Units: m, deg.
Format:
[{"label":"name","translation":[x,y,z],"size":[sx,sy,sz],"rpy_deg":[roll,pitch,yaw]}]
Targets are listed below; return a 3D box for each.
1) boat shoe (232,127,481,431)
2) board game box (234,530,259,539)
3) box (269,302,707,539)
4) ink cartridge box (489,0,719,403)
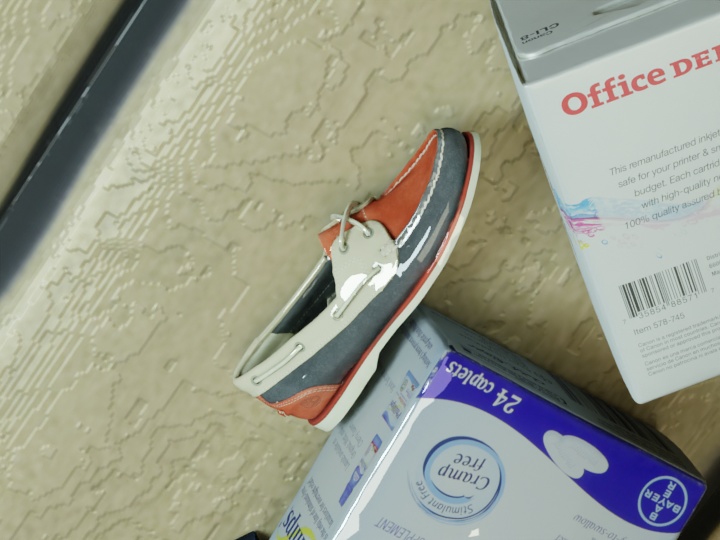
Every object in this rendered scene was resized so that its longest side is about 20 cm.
[{"label":"boat shoe","translation":[0.000,0.000,1.437],"size":[0.062,0.071,0.201],"rpy_deg":[26,114,-14]},{"label":"board game box","translation":[-0.124,0.256,1.561],"size":[0.199,0.035,0.136],"rpy_deg":[-25,116,6]},{"label":"box","translation":[0.064,0.152,1.477],"size":[0.183,0.105,0.201],"rpy_deg":[28,98,-18]},{"label":"ink cartridge box","translation":[0.171,-0.065,1.381],"size":[0.145,0.145,0.201],"rpy_deg":[-19,116,4]}]
